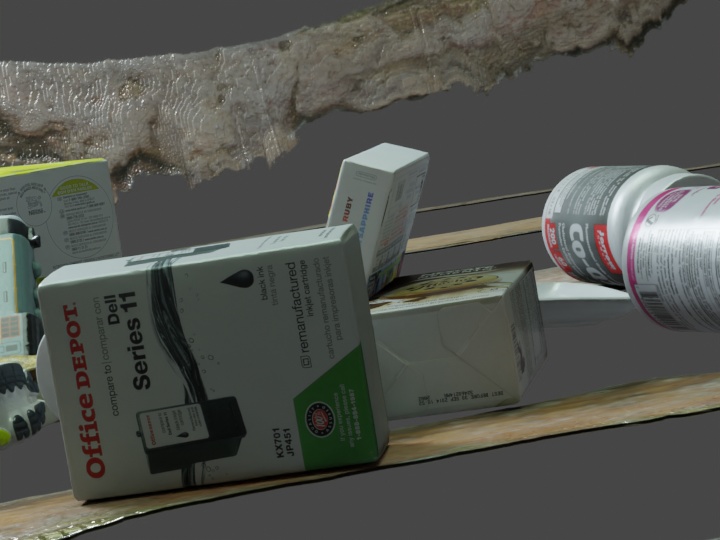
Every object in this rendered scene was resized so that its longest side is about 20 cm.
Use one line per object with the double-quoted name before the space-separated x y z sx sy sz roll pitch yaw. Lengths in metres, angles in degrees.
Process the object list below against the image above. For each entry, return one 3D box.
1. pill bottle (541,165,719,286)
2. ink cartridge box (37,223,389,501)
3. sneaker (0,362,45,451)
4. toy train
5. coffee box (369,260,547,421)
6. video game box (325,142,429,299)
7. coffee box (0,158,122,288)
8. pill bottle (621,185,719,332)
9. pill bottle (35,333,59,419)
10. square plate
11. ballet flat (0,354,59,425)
"pill bottle" 0.260 -0.041 2.062 0.114 0.114 0.200 -11 6 -21
"ink cartridge box" -0.093 0.058 1.414 0.200 0.147 0.083 -9 6 8
"sneaker" -0.307 0.122 1.601 0.080 0.078 0.200 -28 -9 28
"toy train" -0.327 0.036 1.920 0.114 0.200 0.085 -8 -38 -1
"coffee box" 0.066 0.048 1.609 0.113 0.080 0.200 -8 5 11
"video game box" 0.000 0.000 1.690 0.047 0.182 0.200 13 8 7
"coffee box" -0.361 0.005 2.130 0.200 0.198 0.200 -13 7 -42
"pill bottle" 0.297 -0.008 1.661 0.113 0.114 0.200 -12 7 -30
"pill bottle" -0.145 0.059 1.670 0.113 0.113 0.200 -5 7 34
"square plate" 0.115 0.030 1.901 0.198 0.028 0.200 -3 4 -14
"ballet flat" -0.218 0.091 1.758 0.200 0.071 0.071 -9 5 -12
